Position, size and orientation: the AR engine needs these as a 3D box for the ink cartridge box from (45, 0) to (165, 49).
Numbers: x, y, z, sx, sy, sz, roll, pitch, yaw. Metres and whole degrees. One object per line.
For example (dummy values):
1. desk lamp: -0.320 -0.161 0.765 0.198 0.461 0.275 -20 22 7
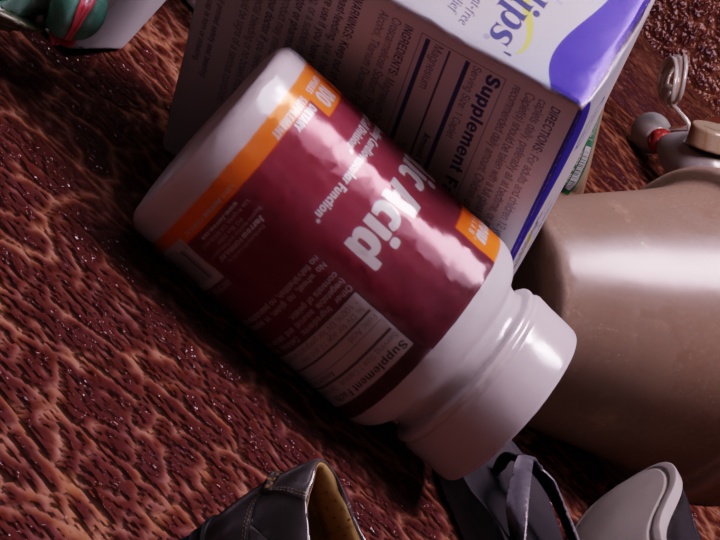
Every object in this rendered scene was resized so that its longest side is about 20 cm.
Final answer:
1. ink cartridge box: -0.126 -0.238 1.113 0.146 0.200 0.083 46 14 5

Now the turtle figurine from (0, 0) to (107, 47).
1. turtle figurine: -0.181 -0.168 0.992 0.199 0.101 0.150 27 4 -6

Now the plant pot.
1. plant pot: 0.148 0.030 1.191 0.174 0.201 0.201 9 35 -34

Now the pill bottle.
1. pill bottle: 0.000 0.000 0.991 0.200 0.114 0.114 42 17 -9

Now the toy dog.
1. toy dog: 0.346 -0.116 2.103 0.096 0.132 0.201 15 36 -16

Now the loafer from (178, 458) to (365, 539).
1. loafer: 0.004 0.155 0.710 0.200 0.072 0.073 53 18 24

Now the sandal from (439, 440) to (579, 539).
1. sandal: 0.085 0.134 0.999 0.076 0.043 0.200 38 18 -23

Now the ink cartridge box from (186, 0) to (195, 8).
1. ink cartridge box: -0.104 -0.236 1.426 0.161 0.050 0.200 47 19 8

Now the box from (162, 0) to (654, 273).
1. box: 0.020 -0.102 1.046 0.199 0.184 0.105 30 53 7

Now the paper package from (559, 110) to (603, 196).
1. paper package: 0.061 -0.153 1.260 0.190 0.201 0.103 16 5 23

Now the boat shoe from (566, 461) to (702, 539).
1. boat shoe: 0.150 0.156 1.051 0.060 0.074 0.200 51 10 -8
